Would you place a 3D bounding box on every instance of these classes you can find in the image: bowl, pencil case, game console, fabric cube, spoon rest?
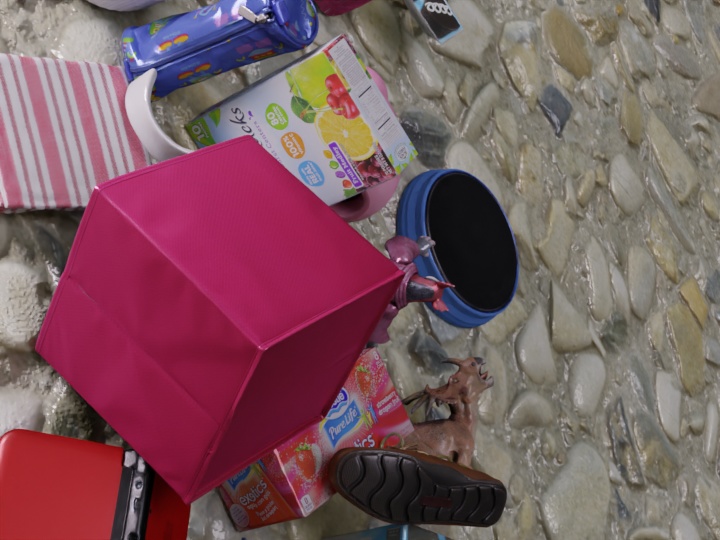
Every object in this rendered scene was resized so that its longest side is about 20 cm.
[{"bbox_3d":[0.125,-0.031,1.650,0.200,0.039,0.202,23,58,-42],"label":"bowl"},{"bbox_3d":[-0.139,-0.226,1.298,0.087,0.199,0.078,-35,108,-64],"label":"pencil case"},{"bbox_3d":[-0.232,0.254,1.130,0.173,0.118,0.201,66,26,-59],"label":"game console"},{"bbox_3d":[-0.121,0.036,1.151,0.199,0.200,0.196,41,37,17],"label":"fabric cube"},{"bbox_3d":[-0.152,-0.106,1.317,0.200,0.099,0.061,42,44,-24],"label":"spoon rest"}]

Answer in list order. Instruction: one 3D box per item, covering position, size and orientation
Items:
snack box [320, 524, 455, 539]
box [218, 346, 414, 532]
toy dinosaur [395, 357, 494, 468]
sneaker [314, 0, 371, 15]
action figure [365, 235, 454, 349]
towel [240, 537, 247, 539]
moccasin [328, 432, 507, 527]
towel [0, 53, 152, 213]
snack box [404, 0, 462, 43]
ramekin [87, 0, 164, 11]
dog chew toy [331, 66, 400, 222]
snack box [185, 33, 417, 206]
[{"bbox_3d":[0.068,0.305,1.377,0.200,0.116,0.037,28,55,-40],"label":"snack box"},{"bbox_3d":[-0.049,0.163,1.319,0.200,0.095,0.100,-30,96,-51],"label":"box"},{"bbox_3d":[0.072,0.192,1.465,0.200,0.086,0.136,-32,89,-34],"label":"toy dinosaur"},{"bbox_3d":[-0.041,-0.356,1.564,0.200,0.081,0.089,1,75,-50],"label":"sneaker"},{"bbox_3d":[0.000,0.000,1.363,0.149,0.199,0.135,47,54,-60],"label":"action figure"},{"bbox_3d":[-0.119,0.347,1.182,0.200,0.048,0.112,-65,148,-42],"label":"towel"},{"bbox_3d":[0.050,0.201,1.297,0.201,0.078,0.074,9,97,-36],"label":"moccasin"},{"bbox_3d":[-0.276,-0.123,1.238,0.200,0.030,0.147,-5,78,-53],"label":"towel"},{"bbox_3d":[0.049,-0.378,1.658,0.200,0.037,0.116,54,4,-18],"label":"snack box"},{"bbox_3d":[-0.237,-0.350,1.325,0.202,0.094,0.203,22,59,-43],"label":"ramekin"},{"bbox_3d":[-0.013,-0.150,1.483,0.124,0.124,0.201,39,40,-32],"label":"dog chew toy"},{"bbox_3d":[-0.061,-0.130,1.349,0.143,0.199,0.053,58,40,-14],"label":"snack box"}]
